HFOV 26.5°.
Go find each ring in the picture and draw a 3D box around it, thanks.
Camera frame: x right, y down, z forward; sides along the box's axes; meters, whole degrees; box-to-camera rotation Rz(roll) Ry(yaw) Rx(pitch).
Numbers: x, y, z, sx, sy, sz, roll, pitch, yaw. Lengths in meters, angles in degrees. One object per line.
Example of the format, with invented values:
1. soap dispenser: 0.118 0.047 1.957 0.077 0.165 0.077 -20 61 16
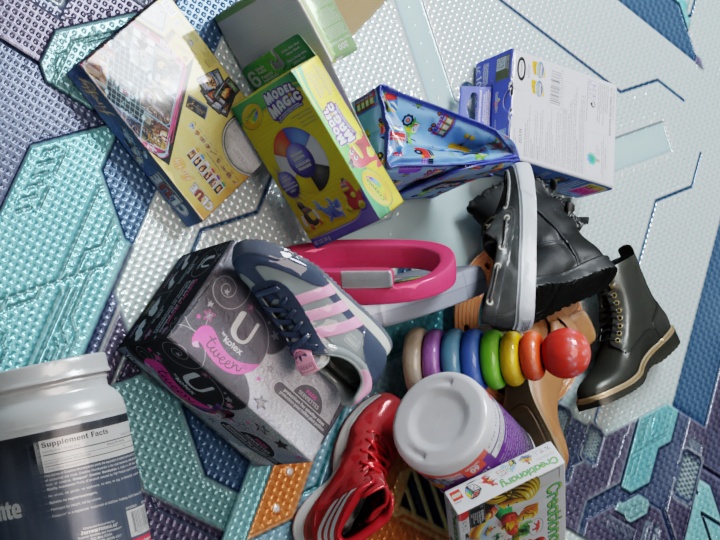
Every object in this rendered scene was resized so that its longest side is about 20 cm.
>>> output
1. ring: 0.185 0.066 1.791 0.199 0.019 0.202 7 77 -33

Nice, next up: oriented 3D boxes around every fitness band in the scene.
1. fitness band: 0.000 0.000 1.571 0.144 0.199 0.038 -41 130 -68

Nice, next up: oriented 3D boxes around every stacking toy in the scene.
1. stacking toy: 0.150 0.096 1.649 0.085 0.199 0.086 -6 90 -73

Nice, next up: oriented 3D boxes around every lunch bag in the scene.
1. lunch bag: 0.062 -0.123 1.657 0.199 0.150 0.095 4 73 -35

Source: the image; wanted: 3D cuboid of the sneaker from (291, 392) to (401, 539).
1. sneaker: 0.018 0.211 1.588 0.078 0.115 0.201 39 62 -22

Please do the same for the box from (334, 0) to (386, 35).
1. box: -0.023 -0.365 1.726 0.164 0.021 0.200 52 57 -16

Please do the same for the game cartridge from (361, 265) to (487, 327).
1. game cartridge: 0.032 0.032 1.620 0.199 0.133 0.041 -17 101 -36

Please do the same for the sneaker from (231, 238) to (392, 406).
1. sneaker: -0.051 0.051 1.456 0.200 0.070 0.082 39 54 -24

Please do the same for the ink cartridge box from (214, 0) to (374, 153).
1. ink cartridge box: -0.058 -0.205 1.595 0.048 0.145 0.201 -36 102 -36

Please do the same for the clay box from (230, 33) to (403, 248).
1. clay box: -0.052 -0.130 1.557 0.048 0.115 0.201 -39 100 -40

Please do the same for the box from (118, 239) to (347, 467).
1. box: -0.114 0.087 1.520 0.200 0.115 0.132 43 60 -20

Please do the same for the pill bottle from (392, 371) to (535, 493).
1. pill bottle: 0.124 0.196 1.637 0.200 0.111 0.112 44 56 -51

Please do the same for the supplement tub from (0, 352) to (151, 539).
1. supplement tub: -0.271 0.184 1.377 0.140 0.140 0.201 -10 86 -35

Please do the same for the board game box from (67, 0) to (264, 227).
1. board game box: -0.188 -0.165 1.565 0.136 0.035 0.200 -46 108 -32

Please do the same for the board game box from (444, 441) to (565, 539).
1. board game box: 0.156 0.273 1.623 0.126 0.201 0.035 -24 51 -12

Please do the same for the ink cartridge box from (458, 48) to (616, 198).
1. ink cartridge box: 0.208 -0.177 1.817 0.199 0.076 0.137 14 73 -34

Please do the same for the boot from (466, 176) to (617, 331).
1. boot: 0.180 -0.026 1.732 0.197 0.074 0.163 -19 57 -31

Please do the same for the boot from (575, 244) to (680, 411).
1. boot: 0.296 0.070 1.834 0.200 0.077 0.139 -36 105 -48

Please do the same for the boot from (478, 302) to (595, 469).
1. boot: 0.217 0.119 1.757 0.155 0.077 0.201 -33 93 -37

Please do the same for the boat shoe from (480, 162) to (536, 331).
1. boat shoe: 0.157 -0.030 1.630 0.056 0.069 0.201 3 61 0
